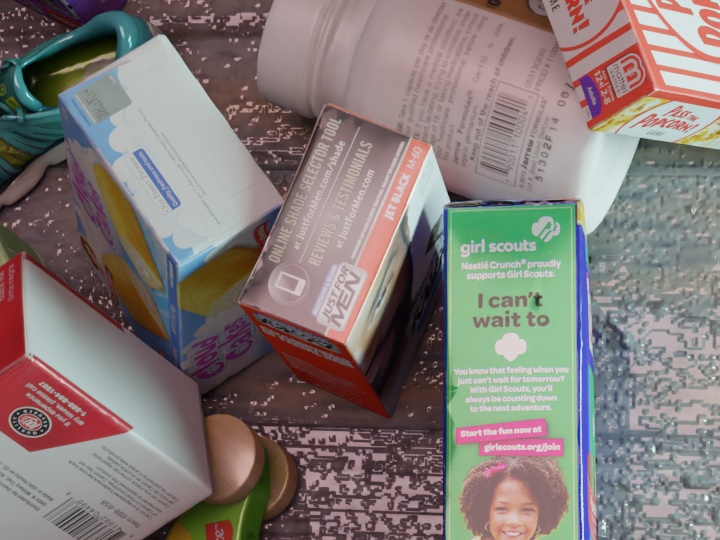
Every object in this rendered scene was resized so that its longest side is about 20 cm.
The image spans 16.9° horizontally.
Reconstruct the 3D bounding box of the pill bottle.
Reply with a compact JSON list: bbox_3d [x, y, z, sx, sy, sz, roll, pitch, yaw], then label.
[{"bbox_3d":[0.051,-0.103,1.328,0.199,0.114,0.115,20,80,15],"label":"pill bottle"}]

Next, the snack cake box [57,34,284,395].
[{"bbox_3d":[-0.099,-0.023,1.286,0.067,0.200,0.115,-32,72,-15],"label":"snack cake box"}]

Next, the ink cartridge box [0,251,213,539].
[{"bbox_3d":[-0.200,0.104,1.270,0.200,0.144,0.084,-34,39,19],"label":"ink cartridge box"}]

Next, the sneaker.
[{"bbox_3d":[-0.203,-0.092,1.390,0.200,0.080,0.078,-31,72,2],"label":"sneaker"}]

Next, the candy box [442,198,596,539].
[{"bbox_3d":[0.083,0.081,1.245,0.077,0.169,0.201,-3,75,6],"label":"candy box"}]

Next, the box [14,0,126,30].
[{"bbox_3d":[-0.241,-0.208,1.397,0.199,0.137,0.039,27,82,15],"label":"box"}]

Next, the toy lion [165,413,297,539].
[{"bbox_3d":[-0.125,0.194,1.314,0.191,0.069,0.201,-13,69,18],"label":"toy lion"}]

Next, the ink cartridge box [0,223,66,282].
[{"bbox_3d":[-0.263,0.045,1.331,0.199,0.146,0.048,-28,74,2],"label":"ink cartridge box"}]

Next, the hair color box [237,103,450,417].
[{"bbox_3d":[0.000,0.000,1.264,0.064,0.200,0.111,21,81,13],"label":"hair color box"}]

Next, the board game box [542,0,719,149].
[{"bbox_3d":[0.166,-0.140,1.275,0.046,0.200,0.152,-31,70,34],"label":"board game box"}]
